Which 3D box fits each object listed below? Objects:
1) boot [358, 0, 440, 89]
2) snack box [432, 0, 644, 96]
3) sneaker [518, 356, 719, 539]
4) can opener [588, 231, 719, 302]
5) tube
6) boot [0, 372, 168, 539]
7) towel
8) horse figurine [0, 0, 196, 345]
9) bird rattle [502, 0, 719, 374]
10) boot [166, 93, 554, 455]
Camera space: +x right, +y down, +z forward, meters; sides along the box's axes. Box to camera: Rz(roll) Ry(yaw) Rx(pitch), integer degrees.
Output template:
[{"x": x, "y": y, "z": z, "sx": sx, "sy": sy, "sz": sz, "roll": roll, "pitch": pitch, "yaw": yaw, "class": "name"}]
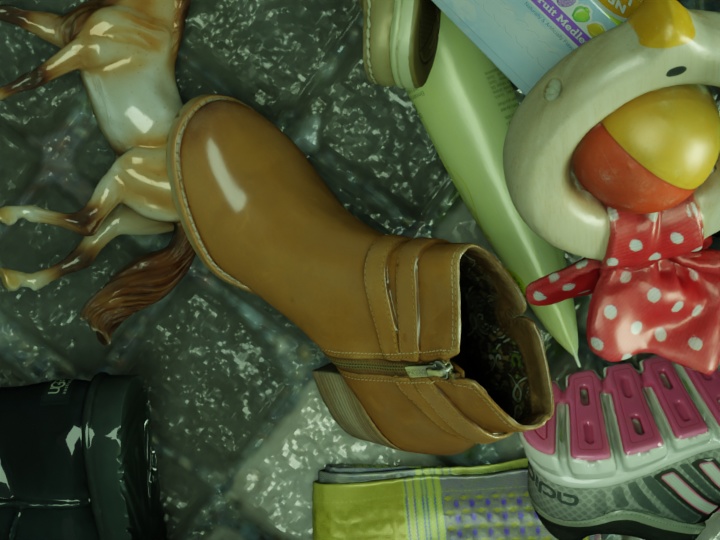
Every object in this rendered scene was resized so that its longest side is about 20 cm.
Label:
[{"x": -0.043, "y": -0.164, "z": 1.243, "sx": 0.154, "sy": 0.072, "sz": 0.201, "roll": -5, "pitch": 62, "yaw": 1, "class": "boot"}, {"x": 0.079, "y": -0.188, "z": 1.209, "sx": 0.169, "sy": 0.200, "sz": 0.068, "roll": 44, "pitch": 133, "yaw": -5, "class": "snack box"}, {"x": 0.165, "y": 0.085, "z": 1.308, "sx": 0.199, "sy": 0.074, "sz": 0.088, "roll": -10, "pitch": 138, "yaw": -17, "class": "sneaker"}, {"x": 0.178, "y": -0.014, "z": 1.253, "sx": 0.066, "sy": 0.200, "sz": 0.053, "roll": 17, "pitch": 65, "yaw": -31, "class": "can opener"}, {"x": 0.063, "y": -0.049, "z": 1.294, "sx": 0.052, "sy": 0.058, "sz": 0.201, "roll": -21, "pitch": 95, "yaw": 45, "class": "tube"}, {"x": -0.181, "y": 0.137, "z": 1.326, "sx": 0.167, "sy": 0.076, "sz": 0.201, "roll": 1, "pitch": 112, "yaw": 13, "class": "boot"}, {"x": 0.049, "y": 0.188, "z": 1.350, "sx": 0.143, "sy": 0.023, "sz": 0.201, "roll": -1, "pitch": 98, "yaw": 1, "class": "towel"}, {"x": -0.122, "y": -0.068, "z": 1.300, "sx": 0.132, "sy": 0.050, "sz": 0.201, "roll": -16, "pitch": 89, "yaw": -13, "class": "horse figurine"}, {"x": 0.130, "y": -0.050, "z": 1.153, "sx": 0.163, "sy": 0.113, "sz": 0.200, "roll": 24, "pitch": 134, "yaw": -37, "class": "bird rattle"}, {"x": 0.000, "y": 0.000, "z": 1.250, "sx": 0.077, "sy": 0.155, "sz": 0.201, "roll": -32, "pitch": 102, "yaw": -26, "class": "boot"}]
